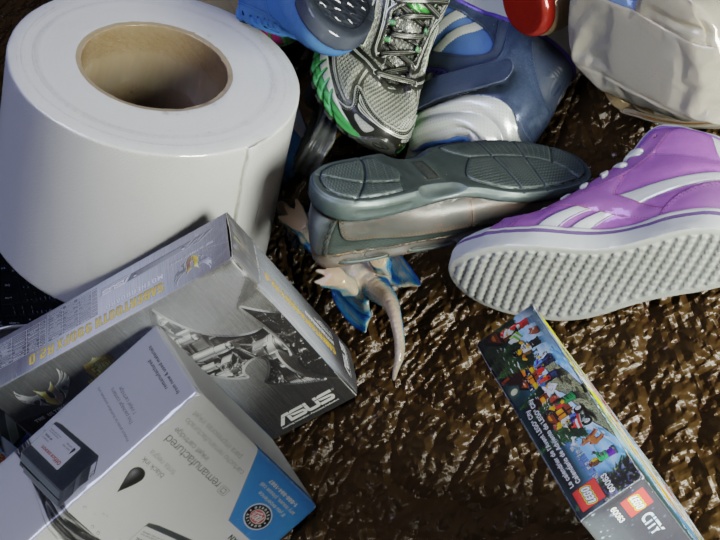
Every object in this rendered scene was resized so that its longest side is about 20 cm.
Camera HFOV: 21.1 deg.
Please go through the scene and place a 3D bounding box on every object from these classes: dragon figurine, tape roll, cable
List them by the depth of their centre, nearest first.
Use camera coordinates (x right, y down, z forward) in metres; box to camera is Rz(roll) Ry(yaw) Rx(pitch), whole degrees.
[{"bbox_3d":[0.000,0.000,1.331,0.059,0.100,0.200,-39,59,0],"label":"dragon figurine"},{"bbox_3d":[-0.150,-0.083,1.331,0.200,0.140,0.204,9,37,-7],"label":"tape roll"},{"bbox_3d":[-0.010,-0.118,1.395,0.097,0.050,0.200,-53,13,14],"label":"cable"}]

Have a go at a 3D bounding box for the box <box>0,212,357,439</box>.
[{"bbox_3d":[-0.125,0.067,1.296,0.199,0.159,0.049,-28,42,15],"label":"box"}]

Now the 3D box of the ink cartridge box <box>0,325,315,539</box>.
[{"bbox_3d":[-0.152,0.160,1.244,0.200,0.145,0.084,-41,40,1],"label":"ink cartridge box"}]

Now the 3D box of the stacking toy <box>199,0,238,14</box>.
[{"bbox_3d":[-0.176,-0.177,1.580,0.200,0.085,0.086,-40,31,43],"label":"stacking toy"}]

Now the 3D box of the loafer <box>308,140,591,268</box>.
[{"bbox_3d":[0.056,-0.042,1.273,0.198,0.063,0.072,-5,36,-22],"label":"loafer"}]

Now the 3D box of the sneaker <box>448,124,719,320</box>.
[{"bbox_3d":[0.157,-0.035,1.235,0.198,0.073,0.115,-6,47,21],"label":"sneaker"}]

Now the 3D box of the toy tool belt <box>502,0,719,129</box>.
[{"bbox_3d":[0.204,-0.169,1.291,0.122,0.126,0.199,-23,36,-33],"label":"toy tool belt"}]

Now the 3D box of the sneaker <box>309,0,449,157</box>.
[{"bbox_3d":[0.019,-0.170,1.336,0.085,0.078,0.202,-31,46,45],"label":"sneaker"}]

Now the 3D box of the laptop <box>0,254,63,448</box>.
[{"bbox_3d":[-0.246,0.053,1.447,0.176,0.202,0.103,-4,16,36],"label":"laptop"}]

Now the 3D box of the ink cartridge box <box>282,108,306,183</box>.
[{"bbox_3d":[-0.142,-0.084,1.514,0.199,0.068,0.116,-34,40,10],"label":"ink cartridge box"}]

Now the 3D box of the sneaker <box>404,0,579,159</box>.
[{"bbox_3d":[0.051,-0.130,1.389,0.199,0.081,0.147,22,66,41],"label":"sneaker"}]

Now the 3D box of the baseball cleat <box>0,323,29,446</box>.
[{"bbox_3d":[-0.265,0.089,1.383,0.199,0.106,0.070,-35,53,23],"label":"baseball cleat"}]

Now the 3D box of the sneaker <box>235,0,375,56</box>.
[{"bbox_3d":[-0.044,-0.180,1.319,0.079,0.066,0.201,-52,28,18],"label":"sneaker"}]

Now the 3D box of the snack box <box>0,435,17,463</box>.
[{"bbox_3d":[-0.303,0.133,1.346,0.115,0.200,0.037,-13,50,30],"label":"snack box"}]

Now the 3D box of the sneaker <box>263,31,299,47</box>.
[{"bbox_3d":[-0.063,-0.223,1.585,0.083,0.078,0.200,-5,23,-20],"label":"sneaker"}]

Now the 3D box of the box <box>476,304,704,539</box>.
[{"bbox_3d":[0.142,0.124,0.995,0.038,0.200,0.137,-35,40,6],"label":"box"}]
